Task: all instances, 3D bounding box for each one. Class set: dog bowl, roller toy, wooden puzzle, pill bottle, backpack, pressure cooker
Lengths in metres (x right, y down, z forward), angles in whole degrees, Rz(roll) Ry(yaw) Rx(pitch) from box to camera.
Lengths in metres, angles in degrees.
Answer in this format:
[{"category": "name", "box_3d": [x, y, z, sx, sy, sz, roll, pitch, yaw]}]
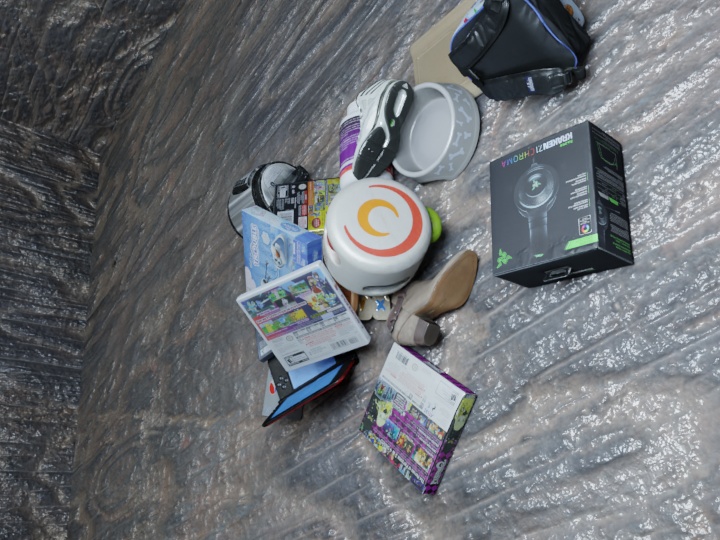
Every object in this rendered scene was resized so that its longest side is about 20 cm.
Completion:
[{"category": "dog bowl", "box_3d": [0.128, -0.260, 1.131, 0.200, 0.058, 0.201, -8, 79, 49]}, {"category": "roller toy", "box_3d": [0.023, -0.056, 1.053, 0.183, 0.199, 0.140, -58, -6, -25]}, {"category": "wooden puzzle", "box_3d": [0.178, -0.401, 1.172, 0.185, 0.037, 0.201, -28, 61, 44]}, {"category": "pill bottle", "box_3d": [0.011, -0.255, 1.261, 0.112, 0.112, 0.201, -25, 58, 45]}, {"category": "backpack", "box_3d": [0.243, -0.372, 0.955, 0.190, 0.200, 0.154, -19, 31, 55]}, {"category": "pressure cooker", "box_3d": [-0.207, -0.168, 1.461, 0.200, 0.178, 0.177, -25, 71, 45]}]

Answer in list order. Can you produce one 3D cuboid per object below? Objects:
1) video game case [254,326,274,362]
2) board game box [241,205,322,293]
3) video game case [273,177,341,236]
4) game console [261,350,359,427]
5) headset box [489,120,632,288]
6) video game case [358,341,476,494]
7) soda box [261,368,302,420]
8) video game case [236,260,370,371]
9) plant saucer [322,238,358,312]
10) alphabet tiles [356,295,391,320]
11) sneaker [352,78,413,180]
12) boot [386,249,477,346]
[{"category": "video game case", "box_3d": [-0.179, 0.087, 1.328, 0.143, 0.019, 0.201, -35, 44, 18]}, {"category": "board game box", "box_3d": [-0.155, -0.002, 1.175, 0.199, 0.043, 0.201, 27, 127, 38]}, {"category": "video game case", "box_3d": [-0.096, -0.134, 1.282, 0.201, 0.180, 0.026, -97, 0, -51]}, {"category": "game console", "box_3d": [-0.116, 0.195, 1.197, 0.199, 0.119, 0.173, -33, 62, 17]}, {"category": "headset box", "box_3d": [0.281, -0.080, 0.863, 0.174, 0.092, 0.201, -17, 64, 48]}, {"category": "video game case", "box_3d": [0.090, 0.246, 1.029, 0.200, 0.036, 0.182, 30, 100, 53]}, {"category": "soda box", "box_3d": [-0.161, 0.227, 1.332, 0.063, 0.068, 0.201, -8, 71, 48]}, {"category": "video game case", "box_3d": [-0.107, 0.091, 1.121, 0.199, 0.183, 0.023, -22, 21, 28]}, {"category": "plant saucer", "box_3d": [-0.078, 0.036, 1.188, 0.200, 0.032, 0.202, 8, 102, 42]}, {"category": "alphabet tiles", "box_3d": [0.000, 0.000, 1.176, 0.199, 0.015, 0.197, -4, 95, 28]}, {"category": "sneaker", "box_3d": [0.025, -0.277, 1.170, 0.115, 0.075, 0.201, 40, 109, 54]}, {"category": "boot", "box_3d": [0.114, 0.042, 1.060, 0.201, 0.070, 0.146, -60, 26, -1]}]
